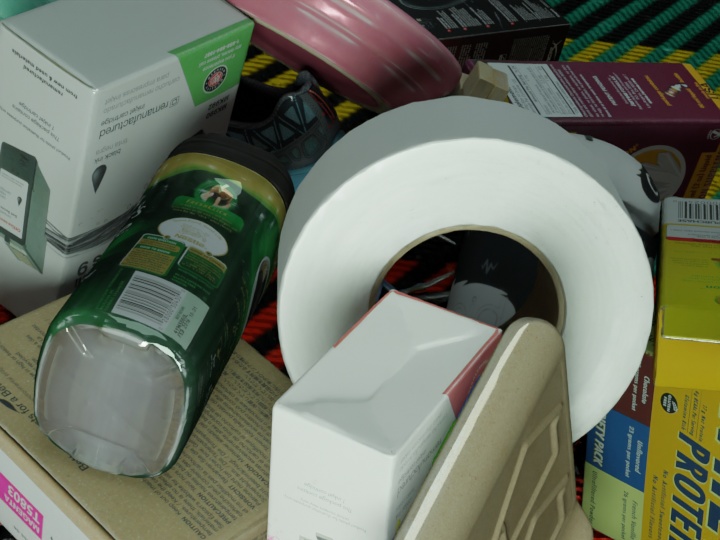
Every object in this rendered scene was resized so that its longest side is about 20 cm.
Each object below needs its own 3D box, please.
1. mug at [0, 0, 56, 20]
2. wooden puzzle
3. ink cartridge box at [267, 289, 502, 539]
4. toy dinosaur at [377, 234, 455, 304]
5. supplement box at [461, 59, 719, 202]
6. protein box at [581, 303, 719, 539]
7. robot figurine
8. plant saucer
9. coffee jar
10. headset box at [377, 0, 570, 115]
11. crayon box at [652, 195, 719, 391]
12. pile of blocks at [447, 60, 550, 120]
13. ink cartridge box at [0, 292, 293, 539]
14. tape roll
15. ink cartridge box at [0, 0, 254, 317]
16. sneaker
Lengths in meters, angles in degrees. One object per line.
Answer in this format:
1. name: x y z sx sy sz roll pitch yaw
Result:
1. mug: -0.230 -0.128 1.035 0.114 0.152 0.185 13 13 -5
2. wooden puzzle: 0.051 0.144 0.736 0.046 0.200 0.185 16 58 26
3. ink cartridge box: 0.009 0.126 0.765 0.067 0.200 0.116 20 37 22
4. toy dinosaur: 0.000 0.000 1.062 0.200 0.105 0.182 -9 41 27
5. supplement box: 0.170 -0.093 1.177 0.200 0.110 0.086 -3 41 -22
6. protein box: 0.273 0.098 0.910 0.200 0.135 0.198 -19 30 -37
7. robot figurine: 0.122 0.012 0.975 0.125 0.200 0.150 24 -15 -40
8. plant saucer: -0.030 -0.161 1.013 0.200 0.051 0.201 31 -1 0
9. coffee jar: -0.101 0.011 0.835 0.085 0.104 0.200 21 37 2
10. headset box: 0.052 -0.209 1.311 0.200 0.077 0.149 -13 45 -31
11. crayon box: 0.228 0.019 0.858 0.127 0.051 0.200 4 23 11
12. pile of blocks: 0.112 -0.068 1.070 0.082 0.200 0.062 -11 37 8
13. ink cartridge box: -0.120 0.100 0.862 0.200 0.075 0.165 39 44 26
14. tape roll: 0.054 0.011 0.834 0.202 0.203 0.071 9 24 -8
15. ink cartridge box: -0.159 -0.074 0.966 0.084 0.200 0.146 35 42 20
16. sneaker: -0.104 -0.105 1.073 0.200 0.096 0.079 -2 38 20
